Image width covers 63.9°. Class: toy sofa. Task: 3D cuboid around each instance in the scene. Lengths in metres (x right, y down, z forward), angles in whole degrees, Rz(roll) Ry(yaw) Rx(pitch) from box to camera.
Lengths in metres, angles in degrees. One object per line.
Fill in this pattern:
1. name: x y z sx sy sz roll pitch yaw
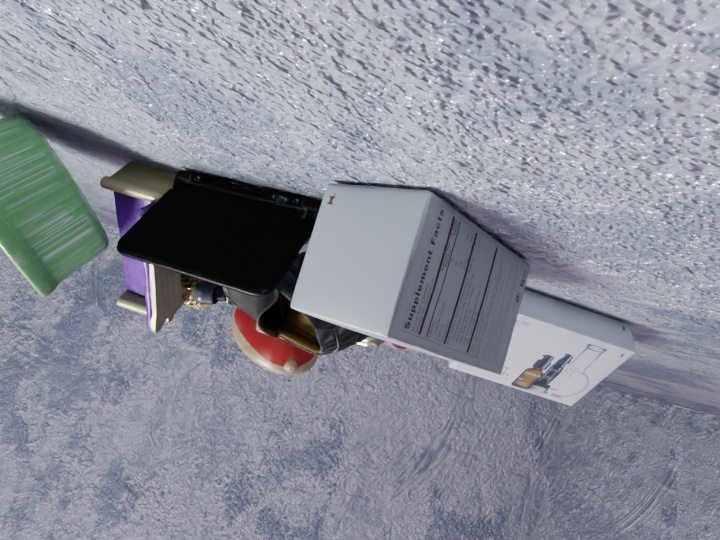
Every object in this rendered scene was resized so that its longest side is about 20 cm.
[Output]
1. toy sofa: -0.277 -0.025 0.737 0.082 0.202 0.098 17 -142 7

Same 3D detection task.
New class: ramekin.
1. ramekin: -0.385 -0.079 0.671 0.200 0.097 0.201 42 154 26

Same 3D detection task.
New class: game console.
1. game console: -0.131 -0.034 0.651 0.197 0.118 0.176 16 174 21

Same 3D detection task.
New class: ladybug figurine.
1. ladybug figurine: -0.127 0.084 0.894 0.134 0.073 0.200 4 -153 -29

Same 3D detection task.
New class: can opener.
1. can opener: -0.184 0.020 0.791 0.065 0.054 0.200 2 176 -6

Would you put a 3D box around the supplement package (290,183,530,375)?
1. supplement package: 0.054 0.013 0.532 0.116 0.119 0.199 13 172 42

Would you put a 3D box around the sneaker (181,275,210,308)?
1. sneaker: -0.266 -0.041 0.862 0.074 0.202 0.090 -28 -174 13

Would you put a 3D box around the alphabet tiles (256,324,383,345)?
1. alphabet tiles: -0.042 0.064 0.805 0.198 0.015 0.195 12 -163 29

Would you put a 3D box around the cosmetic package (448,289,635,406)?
1. cosmetic package: 0.240 0.104 0.788 0.197 0.052 0.152 18 135 -6

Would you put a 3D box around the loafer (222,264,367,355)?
1. loafer: -0.085 0.036 0.613 0.198 0.074 0.072 12 -153 36

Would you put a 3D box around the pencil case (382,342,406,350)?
1. pencil case: 0.013 0.077 1.021 0.199 0.084 0.086 16 168 46

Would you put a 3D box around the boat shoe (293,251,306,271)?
1. boat shoe: 0.000 0.043 0.703 0.200 0.075 0.075 25 132 -14

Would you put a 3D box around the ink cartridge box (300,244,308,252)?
1. ink cartridge box: -0.146 -0.032 0.872 0.144 0.086 0.200 18 173 -9
